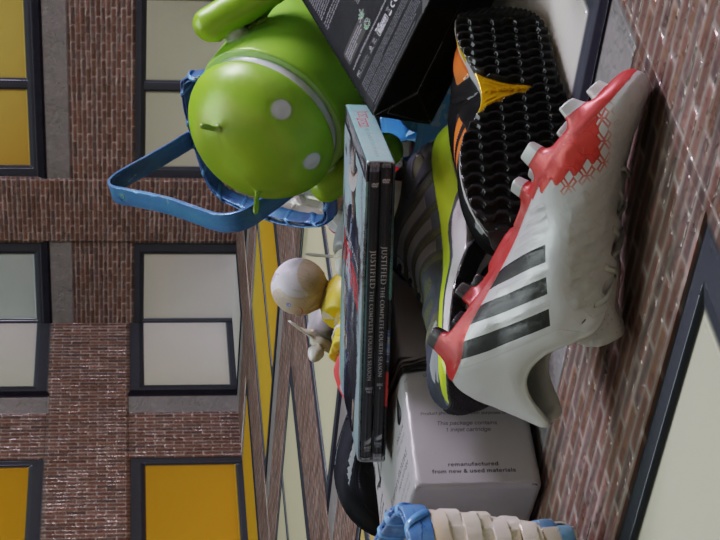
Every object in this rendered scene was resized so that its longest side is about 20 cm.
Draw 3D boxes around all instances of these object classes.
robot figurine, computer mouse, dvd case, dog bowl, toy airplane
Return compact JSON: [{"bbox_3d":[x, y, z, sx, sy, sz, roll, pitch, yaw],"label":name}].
[{"bbox_3d":[-0.049,-0.133,1.234,0.176,0.115,0.200,56,-134,-25],"label":"robot figurine"},{"bbox_3d":[0.000,0.158,1.637,0.138,0.052,0.201,177,93,-81],"label":"computer mouse"},{"bbox_3d":[0.003,0.005,1.116,0.146,0.022,0.201,-106,17,-69],"label":"dvd case"},{"bbox_3d":[0.051,-0.145,1.289,0.200,0.049,0.112,-124,35,-75],"label":"dog bowl"},{"bbox_3d":[0.000,0.000,1.323,0.199,0.140,0.201,-109,20,-67],"label":"toy airplane"}]

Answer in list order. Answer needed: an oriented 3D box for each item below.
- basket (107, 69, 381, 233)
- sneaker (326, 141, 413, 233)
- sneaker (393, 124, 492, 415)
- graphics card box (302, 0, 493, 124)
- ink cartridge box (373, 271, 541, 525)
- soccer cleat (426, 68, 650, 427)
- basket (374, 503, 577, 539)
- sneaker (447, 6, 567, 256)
[{"bbox_3d":[-0.086,-0.097,1.390,0.176,0.200,0.140,18,129,44],"label":"basket"},{"bbox_3d":[0.008,-0.100,1.485,0.200,0.081,0.088,-100,11,-48],"label":"sneaker"},{"bbox_3d":[0.058,0.001,1.076,0.081,0.074,0.201,-28,49,43],"label":"sneaker"},{"bbox_3d":[0.015,-0.204,1.109,0.126,0.051,0.200,-62,37,30],"label":"graphics card box"},{"bbox_3d":[0.055,0.098,1.133,0.146,0.084,0.201,98,168,-49],"label":"ink cartridge box"},{"bbox_3d":[0.107,-0.008,0.855,0.069,0.085,0.200,-31,-27,-58],"label":"soccer cleat"},{"bbox_3d":[0.019,0.204,0.911,0.177,0.199,0.140,102,166,-61],"label":"basket"},{"bbox_3d":[0.087,-0.065,0.990,0.090,0.070,0.201,90,179,-46],"label":"sneaker"}]
